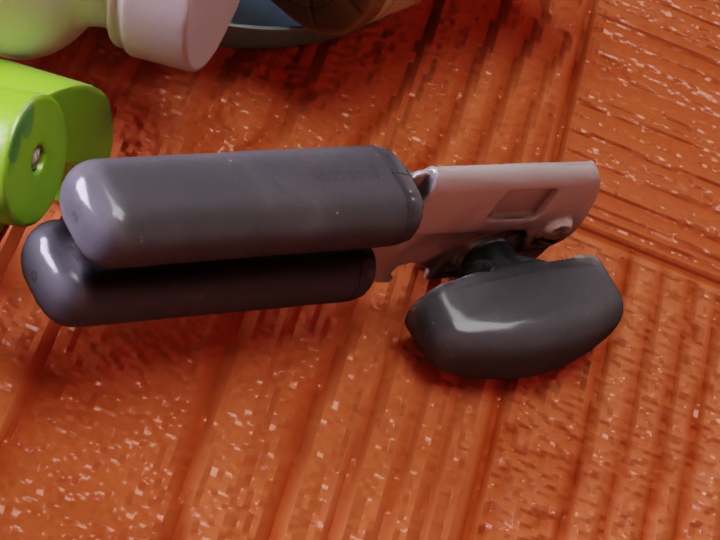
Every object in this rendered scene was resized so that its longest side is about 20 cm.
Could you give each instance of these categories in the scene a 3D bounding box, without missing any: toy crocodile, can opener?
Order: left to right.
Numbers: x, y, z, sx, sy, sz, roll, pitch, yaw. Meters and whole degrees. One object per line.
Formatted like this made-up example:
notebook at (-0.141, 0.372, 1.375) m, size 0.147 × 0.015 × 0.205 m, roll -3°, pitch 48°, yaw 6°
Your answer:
toy crocodile at (-0.132, -0.004, 0.754) m, size 0.067 × 0.062 × 0.200 m, roll 9°, pitch 36°, yaw 20°
can opener at (0.000, 0.000, 0.804) m, size 0.200 × 0.053 × 0.067 m, roll -5°, pitch 55°, yaw -41°

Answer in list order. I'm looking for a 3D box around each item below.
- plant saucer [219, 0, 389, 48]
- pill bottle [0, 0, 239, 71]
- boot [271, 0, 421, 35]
plant saucer at (-0.065, -0.139, 0.964) m, size 0.200 × 0.027 × 0.200 m, roll 14°, pitch 40°, yaw -12°
pill bottle at (-0.130, -0.130, 0.831) m, size 0.200 × 0.112 × 0.112 m, roll 18°, pitch 38°, yaw 7°
boot at (-0.004, -0.171, 0.955) m, size 0.155 × 0.072 × 0.200 m, roll -18°, pitch 60°, yaw -40°
